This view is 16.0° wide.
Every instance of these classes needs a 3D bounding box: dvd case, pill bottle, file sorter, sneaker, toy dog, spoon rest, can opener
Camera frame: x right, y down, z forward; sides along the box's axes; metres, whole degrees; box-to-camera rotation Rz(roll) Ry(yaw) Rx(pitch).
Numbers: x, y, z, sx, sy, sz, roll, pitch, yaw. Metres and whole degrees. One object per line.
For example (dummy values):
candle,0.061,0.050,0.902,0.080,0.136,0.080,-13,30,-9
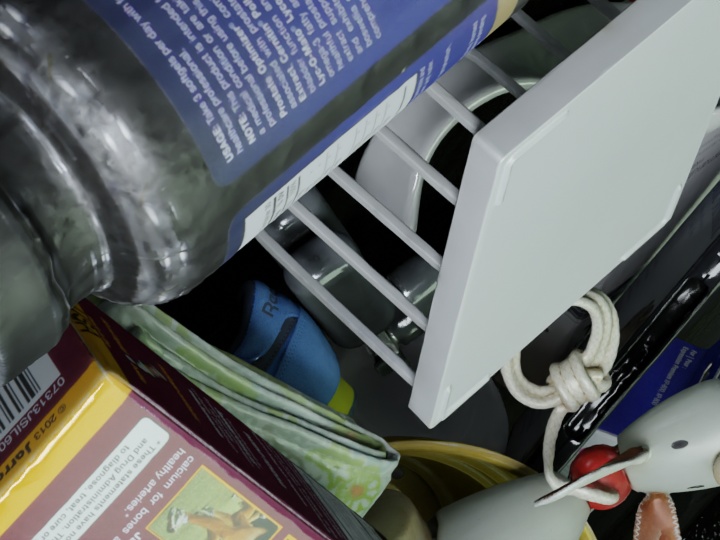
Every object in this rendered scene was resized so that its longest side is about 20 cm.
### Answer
dvd case,0.132,0.023,1.203,0.200,0.018,0.143,-51,-179,15
pill bottle,-0.013,0.123,1.264,0.112,0.112,0.200,-33,158,-44
pill bottle,-0.052,-0.062,0.703,0.200,0.112,0.112,-41,163,-23
file sorter,0.042,-0.067,0.925,0.139,0.124,0.200,-40,163,-23
sneaker,-0.098,0.081,1.047,0.200,0.079,0.066,-39,-158,1
toy dog,0.073,0.116,1.030,0.200,0.132,0.096,-47,-151,14
spoon rest,0.089,-0.077,1.121,0.200,0.099,0.061,-24,136,-30
can opener,0.000,0.000,1.110,0.066,0.053,0.200,-37,163,4

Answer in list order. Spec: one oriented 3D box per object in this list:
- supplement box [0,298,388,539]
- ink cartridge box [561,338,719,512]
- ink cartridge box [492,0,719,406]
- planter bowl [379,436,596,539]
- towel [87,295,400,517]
supplement box,-0.070,0.106,0.901,0.110,0.086,0.200,-46,125,3
ink cartridge box,0.108,0.093,1.265,0.200,0.037,0.095,-46,-177,38
ink cartridge box,0.130,-0.045,1.295,0.145,0.084,0.200,-34,160,-39
planter bowl,0.002,0.138,1.130,0.201,0.200,0.084,-53,-152,17
towel,-0.098,0.112,0.981,0.171,0.048,0.200,31,103,-41
